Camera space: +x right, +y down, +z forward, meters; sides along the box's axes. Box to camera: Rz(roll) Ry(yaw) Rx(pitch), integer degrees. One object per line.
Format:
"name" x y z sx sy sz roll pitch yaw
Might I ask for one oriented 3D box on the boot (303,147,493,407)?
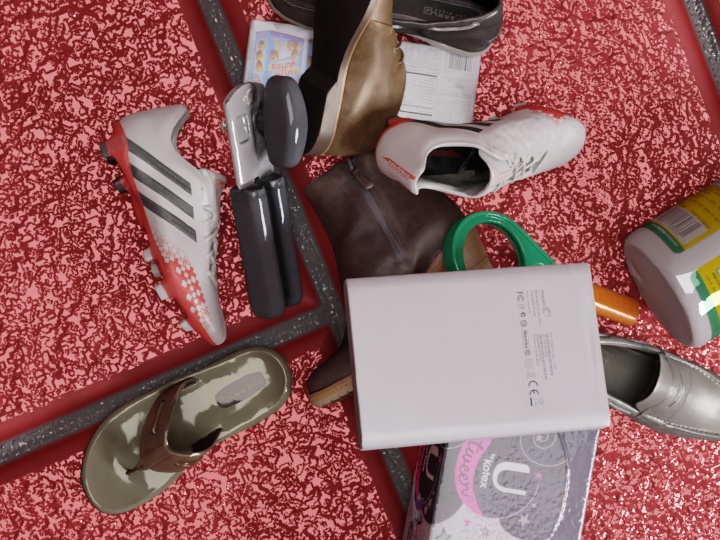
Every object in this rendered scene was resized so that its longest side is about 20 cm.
"boot" 0.000 0.000 1.203 0.199 0.072 0.167 -37 83 -3

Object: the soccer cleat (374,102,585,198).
"soccer cleat" 0.107 -0.093 1.171 0.198 0.085 0.069 -4 123 -25

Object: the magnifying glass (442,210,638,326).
"magnifying glass" 0.154 0.008 1.199 0.199 0.022 0.080 19 68 -25

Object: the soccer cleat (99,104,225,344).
"soccer cleat" -0.141 -0.039 1.167 0.085 0.069 0.201 -23 90 -1

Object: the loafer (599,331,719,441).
"loafer" 0.249 0.100 1.221 0.198 0.070 0.070 18 89 -7

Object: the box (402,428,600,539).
"box" 0.110 0.203 1.185 0.131 0.115 0.202 10 90 -7

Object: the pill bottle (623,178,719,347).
"pill bottle" 0.335 -0.031 1.207 0.199 0.113 0.113 -31 95 -5

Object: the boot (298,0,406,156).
"boot" 0.005 -0.187 1.145 0.075 0.074 0.201 3 117 -30

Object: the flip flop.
"flip flop" -0.145 0.130 1.181 0.199 0.058 0.082 -29 95 -5

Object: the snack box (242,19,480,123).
"snack box" 0.000 -0.163 1.207 0.198 0.024 0.073 7 90 -7

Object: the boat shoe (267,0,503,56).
"boat shoe" 0.023 -0.228 1.181 0.198 0.057 0.067 10 66 -5

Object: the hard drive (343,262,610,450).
"hard drive" 0.091 0.066 1.120 0.198 0.026 0.133 -4 78 -9

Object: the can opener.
"can opener" -0.074 -0.057 1.155 0.066 0.053 0.202 11 117 33
